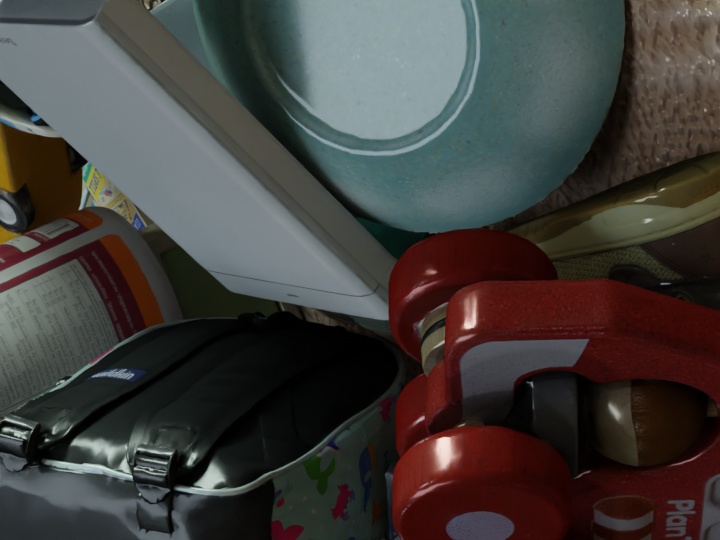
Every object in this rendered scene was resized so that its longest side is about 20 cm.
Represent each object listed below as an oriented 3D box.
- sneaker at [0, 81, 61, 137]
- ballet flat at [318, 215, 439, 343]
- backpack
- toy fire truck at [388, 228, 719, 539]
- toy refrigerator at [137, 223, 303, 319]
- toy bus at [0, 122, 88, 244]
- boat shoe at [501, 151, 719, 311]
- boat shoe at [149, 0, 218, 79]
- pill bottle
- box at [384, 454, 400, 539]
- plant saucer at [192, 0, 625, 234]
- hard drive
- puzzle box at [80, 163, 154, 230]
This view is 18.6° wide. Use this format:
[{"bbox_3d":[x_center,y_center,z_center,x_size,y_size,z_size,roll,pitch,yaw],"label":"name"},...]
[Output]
[{"bbox_3d":[-0.122,-0.088,1.065,0.073,0.199,0.072,-101,29,-47],"label":"sneaker"},{"bbox_3d":[0.000,0.000,1.068,0.071,0.069,0.200,55,163,-25],"label":"ballet flat"},{"bbox_3d":[-0.068,0.100,1.036,0.176,0.200,0.152,6,117,27],"label":"backpack"},{"bbox_3d":[0.096,0.069,0.833,0.201,0.167,0.113,86,-177,-52],"label":"toy fire truck"},{"bbox_3d":[-0.065,0.065,1.218,0.070,0.076,0.201,-2,110,61],"label":"toy refrigerator"},{"bbox_3d":[-0.196,-0.087,1.172,0.078,0.065,0.201,22,142,21],"label":"toy bus"},{"bbox_3d":[0.091,0.006,0.889,0.201,0.071,0.066,-22,88,59],"label":"boat shoe"},{"bbox_3d":[-0.015,-0.125,0.964,0.201,0.086,0.075,-30,94,34],"label":"boat shoe"},{"bbox_3d":[-0.198,0.052,1.141,0.110,0.199,0.110,42,146,37],"label":"pill bottle"},{"bbox_3d":[0.083,0.175,1.029,0.136,0.040,0.201,16,132,23],"label":"box"},{"bbox_3d":[0.007,-0.103,0.882,0.200,0.039,0.202,12,117,24],"label":"plant saucer"},{"bbox_3d":[-0.078,-0.051,0.942,0.132,0.027,0.200,10,151,51],"label":"hard drive"},{"bbox_3d":[-0.169,-0.030,1.378,0.133,0.025,0.200,56,152,15],"label":"puzzle box"}]
